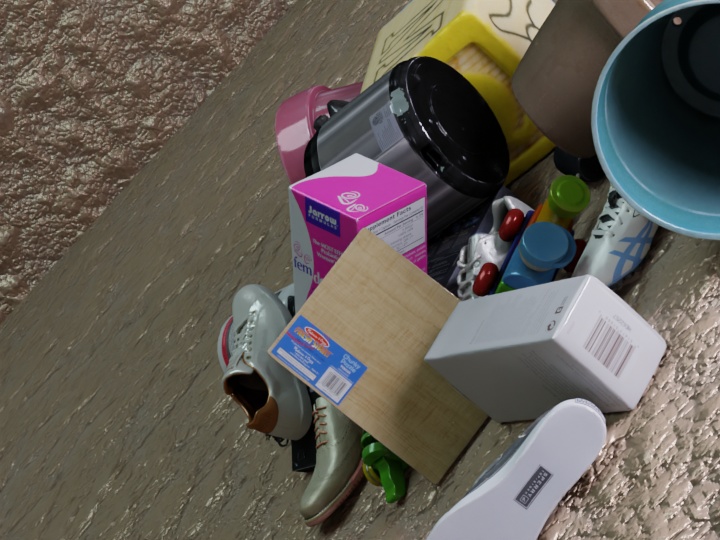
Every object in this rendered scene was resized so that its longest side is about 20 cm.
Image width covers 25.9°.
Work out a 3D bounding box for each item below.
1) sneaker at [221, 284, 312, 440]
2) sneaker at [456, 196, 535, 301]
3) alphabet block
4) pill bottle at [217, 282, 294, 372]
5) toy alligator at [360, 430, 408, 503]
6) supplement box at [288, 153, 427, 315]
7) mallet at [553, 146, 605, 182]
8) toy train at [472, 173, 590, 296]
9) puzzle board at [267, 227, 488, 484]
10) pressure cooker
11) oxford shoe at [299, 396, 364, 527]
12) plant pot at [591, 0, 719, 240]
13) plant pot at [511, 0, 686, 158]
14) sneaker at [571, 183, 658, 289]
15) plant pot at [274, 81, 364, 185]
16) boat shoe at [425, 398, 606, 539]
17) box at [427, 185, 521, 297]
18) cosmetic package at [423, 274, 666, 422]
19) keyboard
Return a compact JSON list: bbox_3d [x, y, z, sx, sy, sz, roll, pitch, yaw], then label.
[{"bbox_3d":[-0.116,0.090,1.703,0.073,0.085,0.200,-50,45,32],"label":"sneaker"},{"bbox_3d":[0.124,0.015,1.531,0.074,0.087,0.200,-18,37,54],"label":"sneaker"},{"bbox_3d":[0.134,-0.226,1.816,0.196,0.195,0.200,-41,19,31],"label":"alphabet block"},{"bbox_3d":[-0.075,0.074,1.837,0.200,0.111,0.111,-26,29,51],"label":"pill bottle"},{"bbox_3d":[0.031,0.146,1.540,0.059,0.054,0.200,-38,22,31],"label":"toy alligator"},{"bbox_3d":[0.000,0.000,1.575,0.103,0.200,0.101,-27,39,-37],"label":"supplement box"},{"bbox_3d":[0.277,-0.171,1.627,0.200,0.041,0.066,-49,21,-12],"label":"mallet"},{"bbox_3d":[0.184,-0.052,1.466,0.200,0.084,0.116,-62,-4,-32],"label":"toy train"},{"bbox_3d":[0.036,0.078,1.455,0.151,0.200,0.017,-52,-5,-6],"label":"puzzle board"},{"bbox_3d":[0.036,-0.113,1.678,0.200,0.179,0.176,-36,26,32],"label":"pressure cooker"},{"bbox_3d":[-0.028,0.170,1.600,0.071,0.074,0.200,-31,26,45],"label":"oxford shoe"},{"bbox_3d":[0.304,-0.154,1.304,0.200,0.200,0.188,-39,9,28],"label":"plant pot"},{"bbox_3d":[0.242,-0.205,1.513,0.175,0.200,0.200,-43,19,26],"label":"plant pot"},{"bbox_3d":[0.246,-0.061,1.424,0.200,0.072,0.072,-55,21,-11],"label":"sneaker"},{"bbox_3d":[0.017,-0.161,1.987,0.179,0.200,0.200,-24,28,22],"label":"plant pot"},{"bbox_3d":[0.123,0.184,1.256,0.200,0.069,0.057,-47,0,4],"label":"boat shoe"},{"bbox_3d":[0.083,0.001,1.709,0.200,0.051,0.158,-23,32,55],"label":"box"},{"bbox_3d":[0.154,0.070,1.335,0.074,0.102,0.200,-57,21,-22],"label":"cosmetic package"},{"bbox_3d":[-0.063,0.121,1.713,0.127,0.021,0.201,-21,64,46],"label":"keyboard"}]
